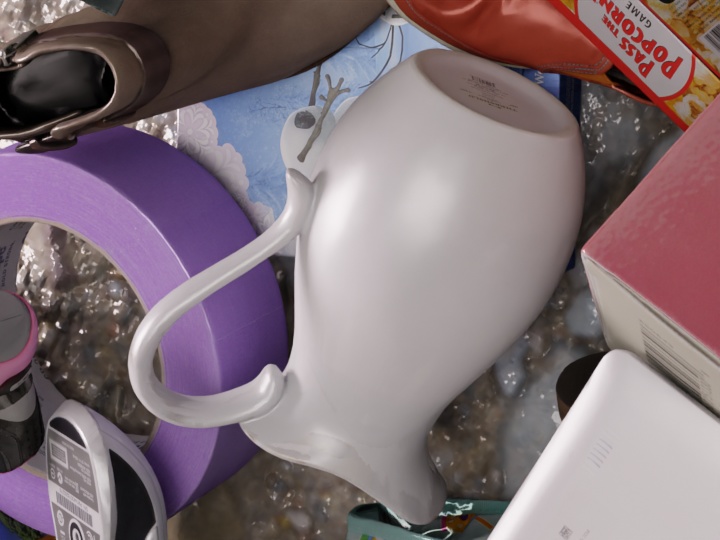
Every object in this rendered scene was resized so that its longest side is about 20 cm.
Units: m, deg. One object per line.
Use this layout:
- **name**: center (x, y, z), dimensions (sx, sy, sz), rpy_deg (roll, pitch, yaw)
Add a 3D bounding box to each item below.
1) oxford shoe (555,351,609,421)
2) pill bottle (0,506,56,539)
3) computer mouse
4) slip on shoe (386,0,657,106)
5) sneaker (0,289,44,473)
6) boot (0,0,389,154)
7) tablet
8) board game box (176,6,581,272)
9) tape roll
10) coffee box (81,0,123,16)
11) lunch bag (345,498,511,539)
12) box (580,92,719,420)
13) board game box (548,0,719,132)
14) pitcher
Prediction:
- **oxford shoe**: center (0.192, 0.086, 1.149), dimensions (0.199, 0.071, 0.072), rpy_deg (7, 126, 19)
- **pill bottle**: center (-0.237, 0.164, 1.231), dimensions (0.112, 0.200, 0.113), rpy_deg (2, 97, 20)
- **computer mouse**: center (-0.113, 0.157, 1.182), dimensions (0.110, 0.044, 0.201), rpy_deg (25, 121, 58)
- **slip on shoe**: center (0.104, -0.115, 1.113), dimensions (0.199, 0.061, 0.074), rpy_deg (20, 97, -7)
- **sneaker**: center (-0.235, 0.052, 1.218), dimensions (0.199, 0.079, 0.096), rpy_deg (13, 134, 33)
- **boot**: center (-0.086, -0.103, 1.128), dimensions (0.199, 0.146, 0.070), rpy_deg (-21, 96, 24)
- **tablet**: center (0.107, 0.148, 1.052), dimensions (0.130, 0.014, 0.200), rpy_deg (38, 111, 19)
- **board game box**: center (0.008, -0.104, 1.196), dimensions (0.198, 0.043, 0.201), rpy_deg (4, 98, 21)
- **tape roll**: center (-0.136, 0.031, 1.226), dimensions (0.199, 0.066, 0.201), rpy_deg (10, 111, 28)
- **coffee box**: center (-0.110, -0.206, 1.153), dimensions (0.044, 0.200, 0.123), rpy_deg (25, 105, -19)
- **lunch bag**: center (0.075, 0.198, 1.160), dimensions (0.199, 0.122, 0.171), rpy_deg (3, 98, 38)
- **box**: center (0.200, -0.029, 1.034), dimensions (0.109, 0.128, 0.200), rpy_deg (39, 81, 21)
- **board game box**: center (0.131, -0.174, 1.092), dimensions (0.200, 0.151, 0.046), rpy_deg (46, 151, 10)
- **pitcher**: center (0.000, 0.000, 1.110), dimensions (0.171, 0.121, 0.201), rpy_deg (15, 114, -22)
